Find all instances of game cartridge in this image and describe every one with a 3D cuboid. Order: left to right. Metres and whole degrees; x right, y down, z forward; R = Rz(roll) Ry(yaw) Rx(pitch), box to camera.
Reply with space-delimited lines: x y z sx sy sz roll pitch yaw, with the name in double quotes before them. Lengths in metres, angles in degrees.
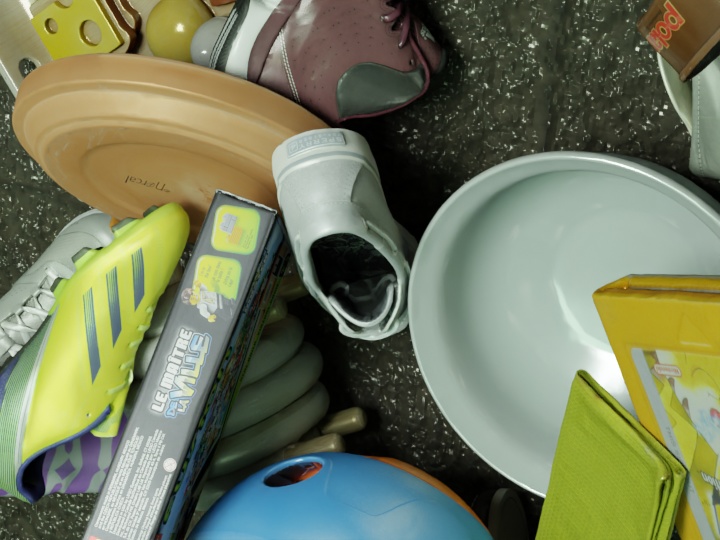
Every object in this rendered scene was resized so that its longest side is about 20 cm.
"game cartridge" 0.183 0.099 0.661 0.202 0.032 0.176 70 162 -7

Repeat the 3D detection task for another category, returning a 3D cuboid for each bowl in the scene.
"bowl" 0.132 0.019 0.795 0.199 0.090 0.203 12 118 24

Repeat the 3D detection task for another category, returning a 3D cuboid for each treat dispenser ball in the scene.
"treat dispenser ball" -0.011 0.200 0.819 0.199 0.201 0.203 12 118 23

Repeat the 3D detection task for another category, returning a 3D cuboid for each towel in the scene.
"towel" 0.115 0.155 0.780 0.086 0.018 0.202 46 139 43

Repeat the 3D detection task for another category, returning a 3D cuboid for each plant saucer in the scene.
"plant saucer" -0.097 -0.057 0.841 0.198 0.033 0.201 12 159 4

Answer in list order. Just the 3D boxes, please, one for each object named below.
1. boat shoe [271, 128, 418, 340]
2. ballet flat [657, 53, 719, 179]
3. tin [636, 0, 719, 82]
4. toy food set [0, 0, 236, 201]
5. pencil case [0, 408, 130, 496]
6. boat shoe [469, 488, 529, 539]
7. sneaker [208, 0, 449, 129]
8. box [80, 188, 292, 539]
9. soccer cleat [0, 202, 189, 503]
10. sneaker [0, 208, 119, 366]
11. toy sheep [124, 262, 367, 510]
"boat shoe" 0.000 0.000 0.812 0.071 0.069 0.200 -9 153 1
"ballet flat" 0.166 -0.137 0.721 0.063 0.067 0.202 3 113 39
"tin" 0.194 -0.159 0.627 0.042 0.200 0.112 47 170 2
"toy food set" -0.134 -0.141 0.883 0.199 0.060 0.144 -25 99 34
"pencil case" -0.206 0.105 0.964 0.085 0.198 0.085 -37 54 50
"boat shoe" 0.067 0.219 0.936 0.062 0.073 0.202 10 121 21
"sneaker" 0.009 -0.160 0.795 0.115 0.076 0.201 26 105 -14
"box" -0.090 0.066 0.796 0.034 0.110 0.202 20 83 5
"soccer cleat" -0.153 0.048 0.866 0.084 0.065 0.200 43 103 6
"sneaker" -0.214 0.039 0.991 0.076 0.092 0.200 47 125 1
"toy sheep" -0.081 0.069 0.914 0.137 0.138 0.202 -17 97 33
